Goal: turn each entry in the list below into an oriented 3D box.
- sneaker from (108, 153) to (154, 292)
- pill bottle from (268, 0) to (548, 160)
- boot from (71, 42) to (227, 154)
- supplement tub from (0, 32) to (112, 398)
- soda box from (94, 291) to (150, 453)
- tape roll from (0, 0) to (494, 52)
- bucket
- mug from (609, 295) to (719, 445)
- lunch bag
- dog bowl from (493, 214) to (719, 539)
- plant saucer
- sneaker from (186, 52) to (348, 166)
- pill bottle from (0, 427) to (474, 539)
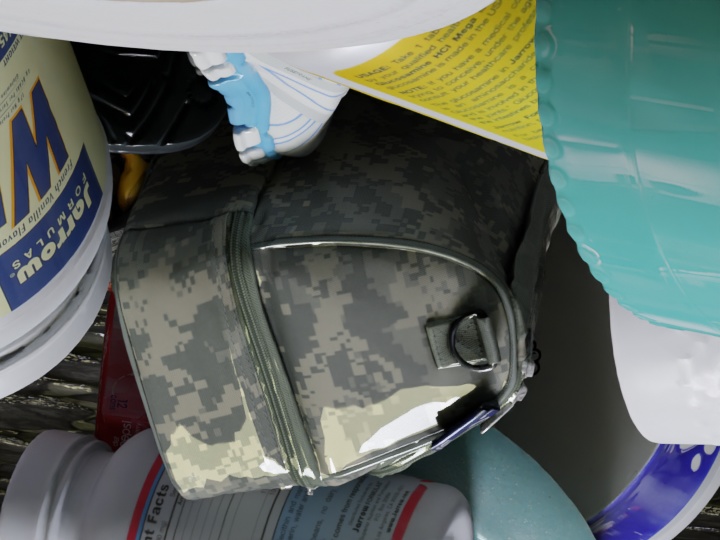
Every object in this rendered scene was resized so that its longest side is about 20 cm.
[{"bbox_3d":[-0.109,-0.032,1.232,0.078,0.082,0.200,43,-147,12],"label":"sneaker"},{"bbox_3d":[0.027,-0.104,0.785,0.199,0.113,0.112,17,165,-43],"label":"pill bottle"},{"bbox_3d":[-0.158,-0.081,1.109,0.199,0.077,0.168,11,167,-6],"label":"boot"},{"bbox_3d":[-0.169,-0.054,0.923,0.144,0.146,0.200,4,146,14],"label":"supplement tub"},{"bbox_3d":[-0.092,0.025,1.302,0.070,0.201,0.064,7,133,-7],"label":"soda box"},{"bbox_3d":[-0.057,-0.141,0.576,0.201,0.140,0.203,6,168,1],"label":"tape roll"},{"bbox_3d":[0.150,-0.064,0.710,0.134,0.209,0.207,7,171,37],"label":"bucket"},{"bbox_3d":[0.205,-0.015,1.114,0.174,0.148,0.201,0,136,23],"label":"mug"},{"bbox_3d":[0.000,0.000,1.127,0.167,0.140,0.200,-11,-157,16],"label":"lunch bag"},{"bbox_3d":[0.091,0.051,1.313,0.199,0.201,0.079,0,166,31],"label":"dog bowl"},{"bbox_3d":[0.020,0.130,1.254,0.199,0.036,0.201,22,142,18],"label":"plant saucer"},{"bbox_3d":[-0.014,-0.089,1.011,0.086,0.076,0.200,-4,170,6],"label":"sneaker"},{"bbox_3d":[-0.057,0.131,1.171,0.199,0.109,0.109,11,171,16],"label":"pill bottle"}]
